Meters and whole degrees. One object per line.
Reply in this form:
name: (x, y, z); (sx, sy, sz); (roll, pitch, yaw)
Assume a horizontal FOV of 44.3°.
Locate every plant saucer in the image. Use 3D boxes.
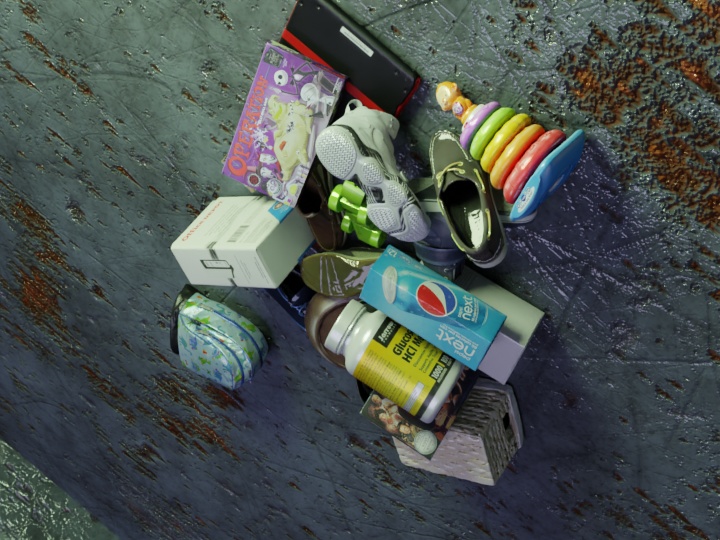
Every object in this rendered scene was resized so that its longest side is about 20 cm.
plant saucer: (0.002, 0.103, 1.477); (0.197, 0.032, 0.202); (4, 125, 6)

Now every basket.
basket: (0.157, 0.265, 1.493); (0.198, 0.124, 0.137); (6, 131, 34)

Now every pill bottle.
pill bottle: (0.050, 0.132, 1.339); (0.199, 0.113, 0.113); (32, 140, 7)

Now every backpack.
backpack: (-0.276, 0.141, 1.720); (0.197, 0.154, 0.165); (16, 131, 7)

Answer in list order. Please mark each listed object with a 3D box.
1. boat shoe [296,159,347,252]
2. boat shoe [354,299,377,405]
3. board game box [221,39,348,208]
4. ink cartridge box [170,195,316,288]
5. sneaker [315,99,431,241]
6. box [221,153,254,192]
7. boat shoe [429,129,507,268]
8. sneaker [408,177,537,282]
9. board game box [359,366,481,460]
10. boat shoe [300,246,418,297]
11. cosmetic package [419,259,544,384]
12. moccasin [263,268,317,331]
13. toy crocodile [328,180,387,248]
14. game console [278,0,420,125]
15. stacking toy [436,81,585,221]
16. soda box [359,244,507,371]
boat shoe: (-0.074, -0.104, 1.365); (0.074, 0.075, 0.204); (11, 133, 30)
boat shoe: (0.023, 0.138, 1.443); (0.073, 0.063, 0.204); (1, 124, 11)
board game box: (-0.107, -0.200, 1.225); (0.119, 0.032, 0.202); (26, 116, 5)
ink cartridge box: (-0.189, -0.049, 1.452); (0.198, 0.146, 0.085); (2, 130, 38)
sneaker: (0.033, -0.138, 1.184); (0.200, 0.116, 0.075); (45, 135, -18)
box: (-0.142, -0.191, 1.334); (0.075, 0.050, 0.200); (44, 149, -7)
boat shoe: (0.132, -0.103, 1.136); (0.071, 0.203, 0.060); (-28, 154, 20)
sneaker: (0.157, -0.050, 1.232); (0.200, 0.077, 0.148); (10, 131, 32)
board game box: (0.106, 0.178, 1.405); (0.134, 0.201, 0.035); (30, 174, 10)
boat shoe: (0.000, -0.001, 1.400); (0.198, 0.066, 0.073); (-1, 106, 30)
cosmetic package: (0.162, 0.068, 1.335); (0.199, 0.085, 0.108); (31, 141, 9)
moccasin: (-0.104, 0.047, 1.523); (0.199, 0.081, 0.068); (32, 154, 8)
toy crocodile: (0.005, -0.088, 1.305); (0.067, 0.062, 0.200); (26, 166, 21)
game console: (-0.029, -0.269, 1.217); (0.199, 0.031, 0.177); (39, 137, 0)
stacking toy: (0.169, -0.171, 1.109); (0.200, 0.109, 0.117); (43, 144, 13)
soda box: (0.101, 0.052, 1.255); (0.199, 0.064, 0.068); (31, 137, 10)
